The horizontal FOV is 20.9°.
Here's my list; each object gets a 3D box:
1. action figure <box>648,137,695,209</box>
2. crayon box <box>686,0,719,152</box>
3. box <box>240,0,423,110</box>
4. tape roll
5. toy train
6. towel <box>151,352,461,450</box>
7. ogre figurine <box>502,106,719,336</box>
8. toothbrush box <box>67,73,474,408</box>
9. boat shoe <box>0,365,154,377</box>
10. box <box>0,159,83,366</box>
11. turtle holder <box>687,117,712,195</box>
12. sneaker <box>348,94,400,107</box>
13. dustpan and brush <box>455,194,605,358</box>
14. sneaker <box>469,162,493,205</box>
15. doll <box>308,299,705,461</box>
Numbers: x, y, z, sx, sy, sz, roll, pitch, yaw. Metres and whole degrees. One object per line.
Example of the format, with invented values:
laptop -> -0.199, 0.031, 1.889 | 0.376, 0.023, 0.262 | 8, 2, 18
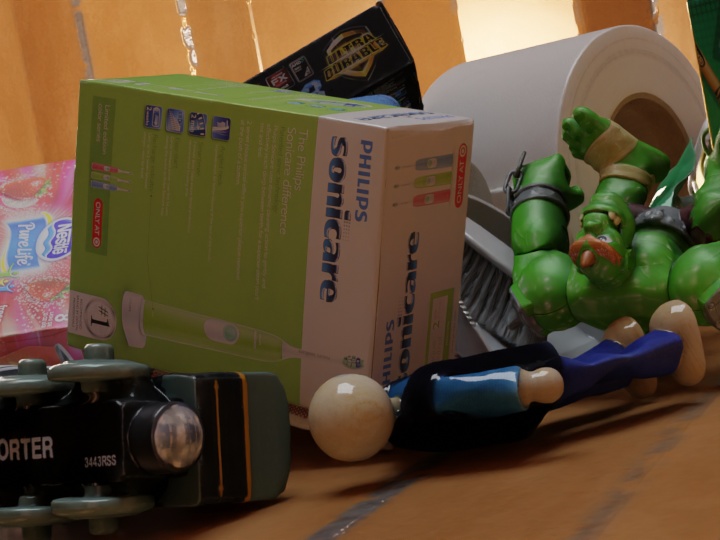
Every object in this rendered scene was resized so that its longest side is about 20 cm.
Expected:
action figure -> 0.175, 0.009, 1.140 | 0.054, 0.119, 0.200 | 19, 24, 5
crayon box -> 0.260, -0.065, 1.088 | 0.118, 0.202, 0.058 | -12, 3, -28
box -> -0.055, -0.082, 1.234 | 0.199, 0.050, 0.199 | -31, -5, 2
tape roll -> 0.145, -0.057, 1.343 | 0.138, 0.205, 0.202 | -8, 4, 43
toy train -> -0.125, 0.083, 0.918 | 0.113, 0.086, 0.199 | 3, -9, -44
towel -> -0.005, 0.062, 1.076 | 0.145, 0.030, 0.200 | 9, 12, 26
ogre figurine -> 0.155, -0.019, 1.026 | 0.198, 0.121, 0.098 | 10, -32, 22
toothbrush box -> -0.050, -0.018, 1.013 | 0.199, 0.147, 0.086 | 11, 13, 34
boat shoe -> -0.159, 0.086, 1.065 | 0.199, 0.072, 0.068 | -3, -1, -31
box -> -0.197, 0.025, 1.206 | 0.094, 0.103, 0.201 | -8, 32, 5
turtle holder -> 0.280, -0.052, 1.269 | 0.131, 0.142, 0.185 | 19, 32, 26
sneaker -> -0.045, -0.028, 1.116 | 0.200, 0.066, 0.079 | -41, 8, 32
dustpan and brush -> 0.057, -0.019, 1.110 | 0.139, 0.200, 0.057 | -15, -39, -57
sneaker -> 0.000, 0.000, 1.170 | 0.099, 0.071, 0.200 | -18, 15, 34
doll -> 0.063, 0.059, 0.925 | 0.199, 0.049, 0.136 | -11, -8, -32
